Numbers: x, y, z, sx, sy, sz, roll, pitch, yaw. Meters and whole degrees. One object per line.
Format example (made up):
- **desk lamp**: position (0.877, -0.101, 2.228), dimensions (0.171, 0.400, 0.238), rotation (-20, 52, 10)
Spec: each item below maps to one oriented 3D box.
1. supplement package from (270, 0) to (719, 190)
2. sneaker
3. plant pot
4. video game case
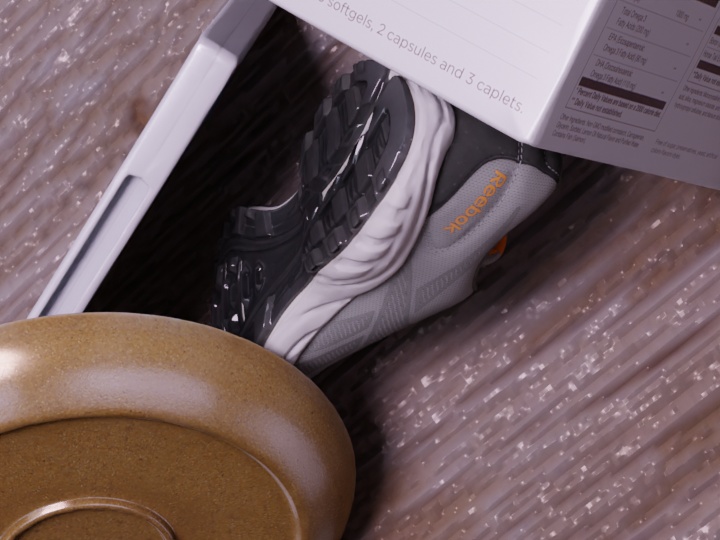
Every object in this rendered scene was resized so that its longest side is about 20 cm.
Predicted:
- **supplement package**: position (0.074, -0.153, 0.671), dimensions (0.152, 0.151, 0.200), rotation (32, 104, 30)
- **sneaker**: position (0.000, 0.000, 0.734), dimensions (0.200, 0.079, 0.074), rotation (137, 136, -54)
- **plant pot**: position (-0.098, 0.094, 0.741), dimensions (0.200, 0.200, 0.028), rotation (-38, 40, 24)
- **video game case**: position (-0.094, -0.013, 0.782), dimensions (0.017, 0.143, 0.200), rotation (32, 106, -5)
